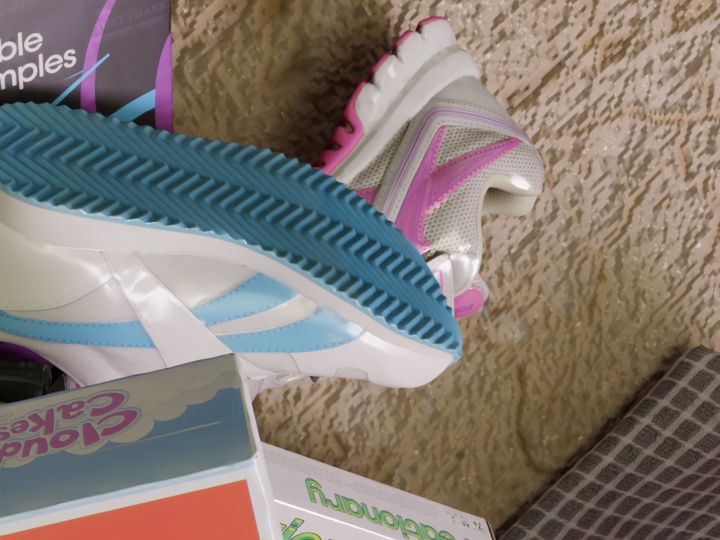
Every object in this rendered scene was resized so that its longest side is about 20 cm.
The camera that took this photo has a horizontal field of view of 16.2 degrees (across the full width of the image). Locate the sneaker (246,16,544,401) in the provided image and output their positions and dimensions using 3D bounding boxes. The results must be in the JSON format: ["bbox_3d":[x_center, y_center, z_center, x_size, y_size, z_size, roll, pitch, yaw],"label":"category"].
[{"bbox_3d":[0.000,0.000,0.957,0.088,0.081,0.200,39,76,4],"label":"sneaker"}]

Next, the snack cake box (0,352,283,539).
[{"bbox_3d":[-0.120,0.108,0.777,0.199,0.067,0.115,-12,118,-3],"label":"snack cake box"}]

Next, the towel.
[{"bbox_3d":[0.143,0.121,1.040,0.200,0.165,0.086,-42,112,-20],"label":"towel"}]

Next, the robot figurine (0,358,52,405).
[{"bbox_3d":[-0.155,0.113,0.855,0.199,0.058,0.145,-27,118,15],"label":"robot figurine"}]

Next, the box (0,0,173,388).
[{"bbox_3d":[-0.131,-0.035,0.868,0.143,0.036,0.201,-22,133,-27],"label":"box"}]

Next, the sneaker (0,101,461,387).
[{"bbox_3d":[-0.056,0.005,0.872,0.199,0.077,0.081,17,124,-28],"label":"sneaker"}]

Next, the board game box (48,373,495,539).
[{"bbox_3d":[-0.060,0.117,0.947,0.200,0.035,0.126,21,123,-33],"label":"board game box"}]
